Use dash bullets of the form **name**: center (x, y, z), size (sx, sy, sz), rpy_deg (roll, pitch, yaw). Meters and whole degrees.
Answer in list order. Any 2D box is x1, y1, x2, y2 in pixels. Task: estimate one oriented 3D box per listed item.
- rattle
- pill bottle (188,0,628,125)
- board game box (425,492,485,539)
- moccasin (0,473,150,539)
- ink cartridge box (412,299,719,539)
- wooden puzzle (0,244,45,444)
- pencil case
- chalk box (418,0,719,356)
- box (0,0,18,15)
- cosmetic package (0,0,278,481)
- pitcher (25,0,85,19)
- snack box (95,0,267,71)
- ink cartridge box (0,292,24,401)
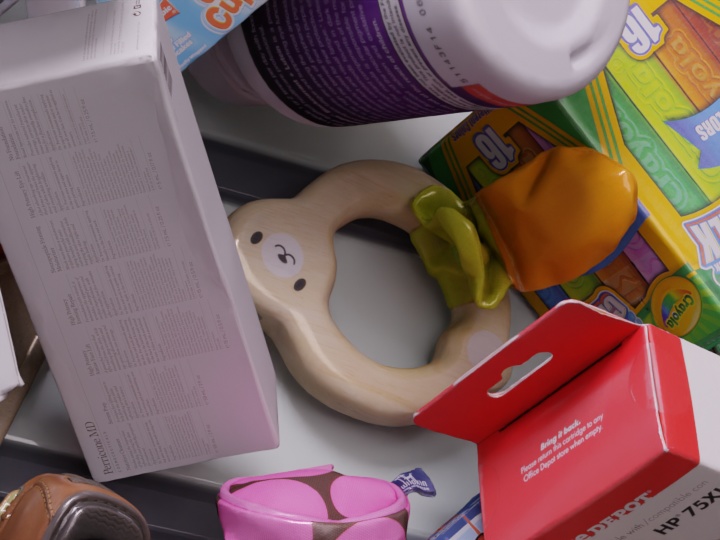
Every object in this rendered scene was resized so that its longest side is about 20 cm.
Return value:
- **rattle**: center (0.000, 0.000, 1.002), size (0.198, 0.143, 0.132), rpy_deg (9, 85, -29)
- **pill bottle**: center (0.010, -0.122, 0.997), size (0.111, 0.199, 0.113), rpy_deg (3, 86, -42)
- **board game box**: center (0.074, 0.213, 1.008), size (0.135, 0.034, 0.200), rpy_deg (-38, 88, -32)
- **moccasin**: center (-0.151, 0.175, 0.895), size (0.073, 0.077, 0.203), rpy_deg (22, 80, -34)
- **ink cartridge box**: center (0.133, 0.094, 1.005), size (0.199, 0.116, 0.068), rpy_deg (22, 46, -31)
- **wooden puzzle**: center (-0.212, -0.007, 0.948), size (0.184, 0.046, 0.201), rpy_deg (30, 61, -10)
- **pencil case**: center (-0.016, 0.180, 0.917), size (0.090, 0.094, 0.202), rpy_deg (0, 97, -12)
- **chalk box**: center (0.151, -0.028, 1.088), size (0.125, 0.124, 0.200), rpy_deg (-40, 90, -31)
- **box**: center (-0.224, -0.115, 0.912), size (0.200, 0.060, 0.117), rpy_deg (-48, 117, -35)
- **cosmetic package**: center (-0.095, -0.009, 0.915), size (0.082, 0.201, 0.051), rpy_deg (-12, 38, 4)
- **pitcher**: center (-0.134, -0.200, 0.893), size (0.120, 0.172, 0.202), rpy_deg (-7, 73, -6)
- **snack box**: center (-0.027, -0.172, 0.940), size (0.037, 0.199, 0.117), rpy_deg (44, 16, -31)
- **ink cartridge box**: center (-0.219, -0.035, 0.809), size (0.144, 0.083, 0.202), rpy_deg (-17, 102, -31)
